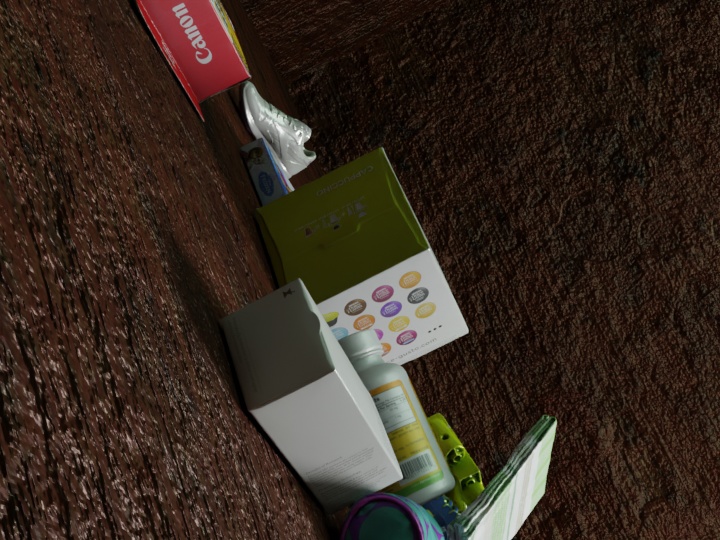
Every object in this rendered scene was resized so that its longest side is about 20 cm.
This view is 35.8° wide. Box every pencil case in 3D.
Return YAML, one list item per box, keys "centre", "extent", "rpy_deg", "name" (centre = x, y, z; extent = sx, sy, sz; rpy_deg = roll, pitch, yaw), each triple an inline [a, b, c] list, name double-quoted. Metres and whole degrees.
- centre: [0.036, 0.267, 1.082]
  extent: [0.093, 0.084, 0.200]
  rpy_deg: [59, 1, 19]
  name: "pencil case"

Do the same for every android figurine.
- centre: [0.121, 0.269, 1.455]
  extent: [0.200, 0.040, 0.184]
  rpy_deg: [-127, -162, -50]
  name: "android figurine"

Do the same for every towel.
- centre: [0.157, 0.271, 1.267]
  extent: [0.030, 0.200, 0.151]
  rpy_deg: [27, -42, 25]
  name: "towel"

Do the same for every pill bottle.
- centre: [0.020, 0.176, 1.267]
  extent: [0.111, 0.110, 0.203]
  rpy_deg: [51, 14, -77]
  name: "pill bottle"

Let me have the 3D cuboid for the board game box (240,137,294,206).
- centre: [-0.105, -0.070, 1.708]
  extent: [0.200, 0.041, 0.202]
  rpy_deg: [59, 7, -63]
  name: "board game box"

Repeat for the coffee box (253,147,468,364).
- centre: [0.000, 0.000, 1.492]
  extent: [0.199, 0.197, 0.202]
  rpy_deg: [60, 6, -50]
  name: "coffee box"

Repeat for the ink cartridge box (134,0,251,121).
- centre: [-0.216, -0.318, 1.389]
  extent: [0.201, 0.083, 0.177]
  rpy_deg: [62, 4, -50]
  name: "ink cartridge box"

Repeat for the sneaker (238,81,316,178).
- centre: [-0.146, -0.255, 1.944]
  extent: [0.075, 0.098, 0.201]
  rpy_deg: [-108, 171, -53]
  name: "sneaker"

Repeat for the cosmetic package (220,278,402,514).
- centre: [-0.039, 0.116, 0.991]
  extent: [0.201, 0.084, 0.108]
  rpy_deg: [61, 4, -48]
  name: "cosmetic package"

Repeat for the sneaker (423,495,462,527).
- centre: [0.112, 0.321, 1.366]
  extent: [0.202, 0.103, 0.076]
  rpy_deg: [-88, 160, -44]
  name: "sneaker"
